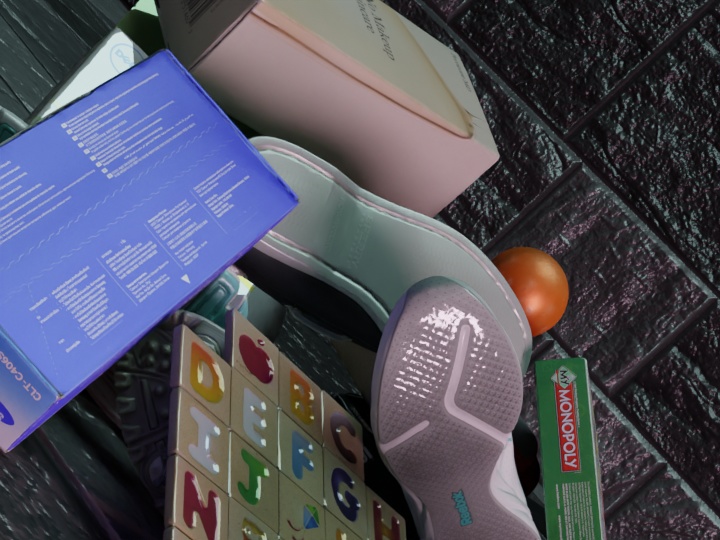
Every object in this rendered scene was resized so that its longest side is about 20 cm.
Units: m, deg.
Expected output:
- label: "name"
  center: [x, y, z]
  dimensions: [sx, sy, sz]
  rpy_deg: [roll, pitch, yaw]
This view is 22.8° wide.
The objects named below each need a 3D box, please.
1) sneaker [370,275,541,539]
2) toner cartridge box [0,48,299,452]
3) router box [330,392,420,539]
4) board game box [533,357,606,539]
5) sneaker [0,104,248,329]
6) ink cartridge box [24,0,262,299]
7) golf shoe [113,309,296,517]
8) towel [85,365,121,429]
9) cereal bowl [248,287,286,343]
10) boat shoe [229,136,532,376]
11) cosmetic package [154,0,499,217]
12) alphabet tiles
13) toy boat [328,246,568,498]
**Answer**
- label: "sneaker"
  center: [0.039, 0.074, 0.840]
  dimensions: [0.080, 0.070, 0.201]
  rpy_deg: [-110, -173, -49]
- label: "toner cartridge box"
  center: [-0.110, -0.016, 0.732]
  dimensions: [0.095, 0.043, 0.200]
  rpy_deg: [48, 35, 0]
- label: "router box"
  center: [0.032, 0.163, 0.978]
  dimensions: [0.200, 0.062, 0.150]
  rpy_deg: [53, 3, 9]
- label: "board game box"
  center: [0.113, 0.163, 0.908]
  dimensions: [0.135, 0.029, 0.201]
  rpy_deg: [70, 17, -60]
- label: "sneaker"
  center: [-0.145, -0.026, 0.831]
  dimensions: [0.200, 0.078, 0.091]
  rpy_deg: [38, 8, -20]
- label: "ink cartridge box"
  center: [-0.092, -0.072, 0.972]
  dimensions: [0.146, 0.048, 0.200]
  rpy_deg: [44, 45, -13]
- label: "golf shoe"
  center: [-0.053, 0.095, 0.831]
  dimensions: [0.200, 0.078, 0.097]
  rpy_deg: [56, -6, -22]
- label: "towel"
  center: [-0.128, 0.028, 0.944]
  dimensions: [0.191, 0.032, 0.200]
  rpy_deg: [48, 4, 14]
- label: "cereal bowl"
  center: [-0.110, -0.032, 1.080]
  dimensions: [0.200, 0.083, 0.200]
  rpy_deg: [50, -11, 13]
- label: "boat shoe"
  center: [0.000, 0.000, 0.892]
  dimensions: [0.200, 0.076, 0.060]
  rpy_deg: [38, -26, -22]
- label: "cosmetic package"
  center: [-0.019, -0.117, 1.027]
  dimensions: [0.200, 0.073, 0.104]
  rpy_deg: [27, 32, -40]
- label: "alphabet tiles"
  center: [-0.025, 0.115, 0.721]
  dimensions: [0.166, 0.006, 0.200]
  rpy_deg: [45, 29, -37]
- label: "toy boat"
  center: [0.060, 0.036, 1.017]
  dimensions: [0.131, 0.131, 0.200]
  rpy_deg: [52, 3, -34]
